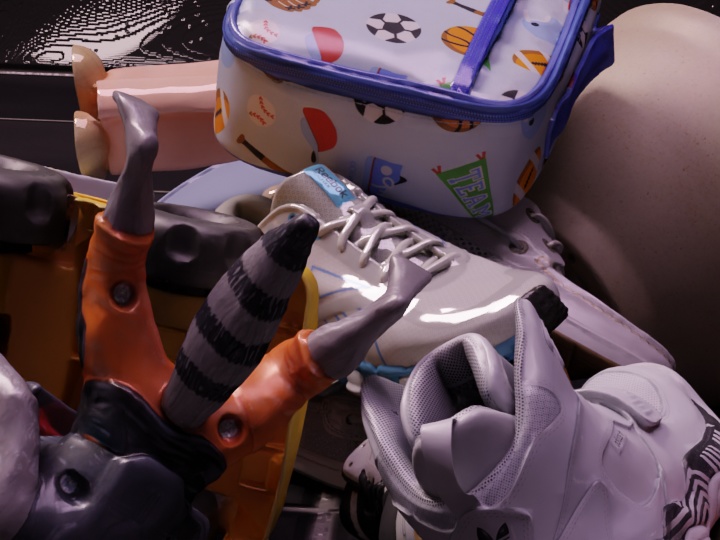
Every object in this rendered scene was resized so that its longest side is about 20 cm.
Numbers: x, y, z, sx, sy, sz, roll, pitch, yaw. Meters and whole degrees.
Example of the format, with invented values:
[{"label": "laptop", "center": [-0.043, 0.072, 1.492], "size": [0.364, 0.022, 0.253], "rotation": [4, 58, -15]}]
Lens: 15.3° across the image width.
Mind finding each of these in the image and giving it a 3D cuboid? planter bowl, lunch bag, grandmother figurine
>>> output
[{"label": "planter bowl", "center": [0.136, -0.011, 1.311], "size": [0.134, 0.201, 0.200], "rotation": [-33, 26, -26]}, {"label": "lunch bag", "center": [0.029, -0.104, 1.193], "size": [0.159, 0.076, 0.200], "rotation": [13, 34, 11]}, {"label": "grandmother figurine", "center": [-0.036, -0.079, 1.283], "size": [0.198, 0.122, 0.061], "rotation": [-8, -23, 2]}]

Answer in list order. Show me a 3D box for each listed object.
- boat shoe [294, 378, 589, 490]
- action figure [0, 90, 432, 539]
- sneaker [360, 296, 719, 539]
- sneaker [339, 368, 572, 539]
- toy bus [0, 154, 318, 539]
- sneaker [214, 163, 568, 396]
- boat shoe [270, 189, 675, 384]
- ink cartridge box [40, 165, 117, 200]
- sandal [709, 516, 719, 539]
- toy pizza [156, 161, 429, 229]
[{"label": "boat shoe", "center": [0.040, 0.062, 1.139], "size": [0.201, 0.065, 0.074], "rotation": [8, 11, 36]}, {"label": "action figure", "center": [-0.095, 0.045, 0.846], "size": [0.199, 0.194, 0.105], "rotation": [29, 4, -26]}, {"label": "sneaker", "center": [0.064, 0.055, 0.889], "size": [0.075, 0.115, 0.200], "rotation": [-28, 16, 22]}, {"label": "sneaker", "center": [0.030, 0.092, 0.994], "size": [0.087, 0.076, 0.200], "rotation": [-17, 4, 17]}, {"label": "toy bus", "center": [-0.104, 0.028, 1.080], "size": [0.199, 0.137, 0.192], "rotation": [13, 7, 11]}, {"label": "sneaker", "center": [0.000, 0.000, 1.095], "size": [0.075, 0.087, 0.199], "rotation": [-27, 18, -37]}, {"label": "boat shoe", "center": [0.058, -0.004, 1.164], "size": [0.199, 0.069, 0.071], "rotation": [30, -25, 16]}, {"label": "ink cartridge box", "center": [-0.176, 0.003, 1.189], "size": [0.050, 0.110, 0.200], "rotation": [5, -4, 35]}, {"label": "sandal", "center": [0.151, 0.094, 0.980], "size": [0.054, 0.081, 0.200], "rotation": [28, 11, 9]}, {"label": "toy pizza", "center": [-0.017, -0.028, 1.302], "size": [0.199, 0.032, 0.200], "rotation": [-16, 20, 6]}]
